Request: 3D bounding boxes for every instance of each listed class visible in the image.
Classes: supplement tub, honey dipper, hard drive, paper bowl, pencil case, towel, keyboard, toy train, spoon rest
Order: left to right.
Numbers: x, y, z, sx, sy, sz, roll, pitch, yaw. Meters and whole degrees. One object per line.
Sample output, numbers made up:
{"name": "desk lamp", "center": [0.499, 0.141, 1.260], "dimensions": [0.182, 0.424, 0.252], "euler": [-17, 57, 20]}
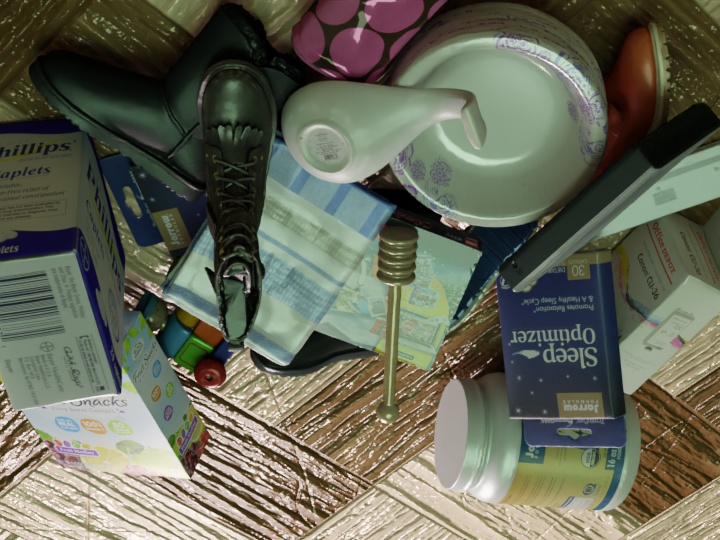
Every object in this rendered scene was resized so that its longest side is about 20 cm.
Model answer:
{"name": "toy train", "center": [-0.144, 0.018, 1.442], "dimensions": [0.116, 0.085, 0.200], "euler": [31, 122, -14]}
{"name": "towel", "center": [-0.078, -0.018, 1.335], "dimensions": [0.147, 0.024, 0.200], "euler": [32, 109, -10]}
{"name": "spoon rest", "center": [0.020, -0.124, 1.234], "dimensions": [0.200, 0.061, 0.100], "euler": [-3, 122, 31]}
{"name": "honey dipper", "center": [0.029, 0.057, 1.352], "dimensions": [0.038, 0.038, 0.201], "euler": [0, 114, -8]}
{"name": "pencil case", "center": [0.032, -0.243, 1.221], "dimensions": [0.094, 0.091, 0.200], "euler": [31, 124, -26]}
{"name": "paper bowl", "center": [0.121, -0.147, 1.293], "dimensions": [0.200, 0.104, 0.201], "euler": [3, 127, 4]}
{"name": "supplement tub", "center": [0.194, 0.190, 1.591], "dimensions": [0.199, 0.145, 0.145], "euler": [6, 130, -14]}
{"name": "hard drive", "center": [0.225, -0.067, 1.300], "dimensions": [0.033, 0.139, 0.200], "euler": [51, 133, 8]}
{"name": "keyboard", "center": [0.304, -0.082, 1.443], "dimensions": [0.200, 0.011, 0.056], "euler": [-19, 112, 10]}

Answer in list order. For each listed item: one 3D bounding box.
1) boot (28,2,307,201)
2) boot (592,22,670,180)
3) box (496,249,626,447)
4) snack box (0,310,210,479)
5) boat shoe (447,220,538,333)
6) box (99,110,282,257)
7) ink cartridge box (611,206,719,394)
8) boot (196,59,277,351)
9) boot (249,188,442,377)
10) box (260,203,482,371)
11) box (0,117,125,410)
{"name": "boot", "center": [-0.166, -0.176, 1.264], "dimensions": [0.200, 0.076, 0.168], "euler": [36, 110, -20]}
{"name": "boot", "center": [0.228, -0.147, 1.347], "dimensions": [0.107, 0.075, 0.200], "euler": [5, 132, -6]}
{"name": "box", "center": [0.204, 0.083, 1.454], "dimensions": [0.121, 0.201, 0.032], "euler": [-5, -176, 36]}
{"name": "snack box", "center": [-0.272, 0.129, 1.487], "dimensions": [0.168, 0.068, 0.200], "euler": [0, 135, 25]}
{"name": "boat shoe", "center": [0.104, 0.004, 1.439], "dimensions": [0.200, 0.072, 0.072], "euler": [-41, 86, 10]}
{"name": "box", "center": [-0.139, -0.079, 1.381], "dimensions": [0.199, 0.032, 0.121], "euler": [-14, 132, 6]}
{"name": "ink cartridge box", "center": [0.306, 0.017, 1.472], "dimensions": [0.067, 0.117, 0.200], "euler": [24, 123, -27]}
{"name": "boot", "center": [-0.101, -0.056, 1.200], "dimensions": [0.069, 0.174, 0.200], "euler": [-2, 125, -4]}
{"name": "boot", "center": [-0.017, 0.011, 1.436], "dimensions": [0.165, 0.066, 0.200], "euler": [-13, 143, -34]}
{"name": "box", "center": [0.000, 0.000, 1.371], "dimensions": [0.200, 0.038, 0.137], "euler": [20, 111, -5]}
{"name": "box", "center": [-0.284, -0.009, 1.308], "dimensions": [0.105, 0.200, 0.184], "euler": [-8, 132, -1]}
